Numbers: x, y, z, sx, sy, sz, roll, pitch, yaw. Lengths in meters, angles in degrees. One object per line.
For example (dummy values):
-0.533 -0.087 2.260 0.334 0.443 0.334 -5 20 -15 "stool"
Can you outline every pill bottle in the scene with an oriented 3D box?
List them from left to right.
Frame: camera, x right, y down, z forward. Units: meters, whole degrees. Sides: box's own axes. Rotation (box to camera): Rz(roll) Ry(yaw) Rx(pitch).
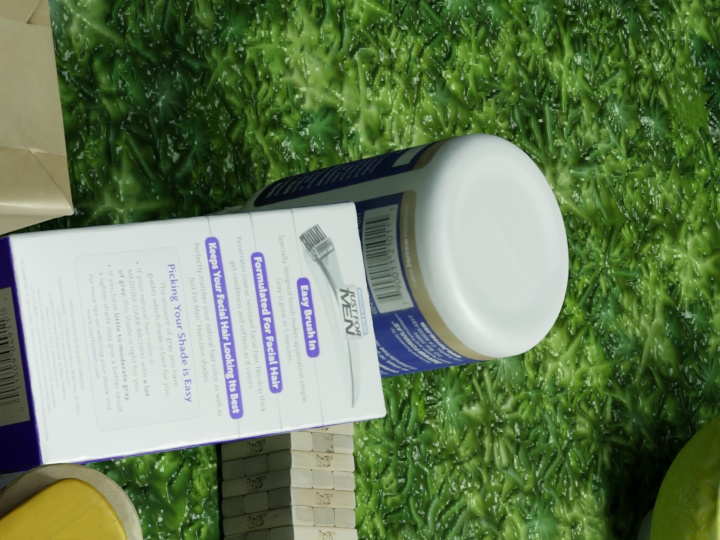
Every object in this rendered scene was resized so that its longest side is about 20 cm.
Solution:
0.000 0.000 1.519 0.116 0.200 0.116 14 72 -47 "pill bottle"

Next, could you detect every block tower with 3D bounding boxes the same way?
-0.037 0.160 1.547 0.054 0.058 0.201 10 72 -49 "block tower"

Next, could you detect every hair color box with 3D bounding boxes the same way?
-0.090 0.031 1.387 0.199 0.065 0.110 -6 86 -35 "hair color box"

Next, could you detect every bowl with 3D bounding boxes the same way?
0.239 0.181 1.828 0.200 0.107 0.201 16 69 -47 "bowl"

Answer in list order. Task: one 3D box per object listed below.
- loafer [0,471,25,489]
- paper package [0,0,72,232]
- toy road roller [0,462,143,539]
-0.175 0.095 1.402 0.072 0.073 0.200 34 54 -9 "loafer"
-0.253 -0.057 1.223 0.190 0.200 0.104 3 77 -49 "paper package"
-0.210 0.125 1.269 0.200 0.123 0.146 -32 90 -19 "toy road roller"
